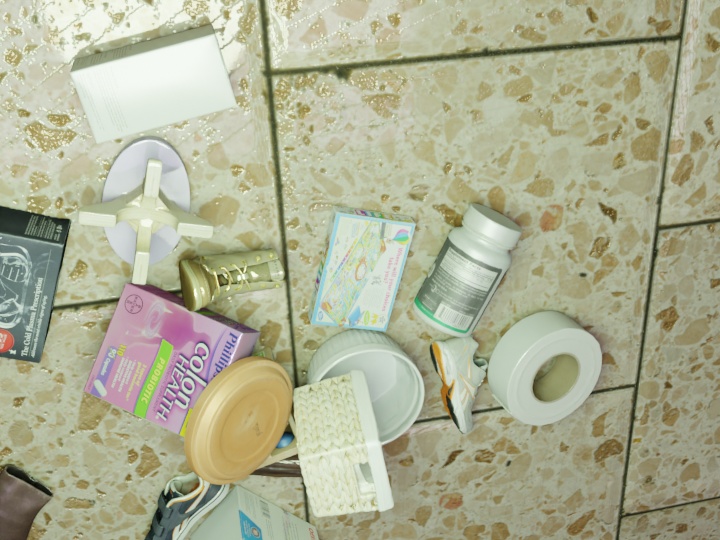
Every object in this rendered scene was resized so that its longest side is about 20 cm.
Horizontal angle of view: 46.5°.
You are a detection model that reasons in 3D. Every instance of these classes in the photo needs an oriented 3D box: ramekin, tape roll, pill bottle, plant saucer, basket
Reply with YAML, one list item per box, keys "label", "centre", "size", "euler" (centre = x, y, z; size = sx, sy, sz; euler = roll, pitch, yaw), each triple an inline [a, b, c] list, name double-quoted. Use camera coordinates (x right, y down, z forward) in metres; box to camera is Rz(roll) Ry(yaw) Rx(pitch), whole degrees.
- label: "ramekin"
  centre: [0.000, 0.194, 1.432]
  size: [0.200, 0.105, 0.200]
  euler: [-6, 116, -12]
- label: "tape roll"
  centre: [0.330, 0.177, 1.505]
  size: [0.202, 0.071, 0.203]
  euler: [-11, 120, -21]
- label: "pill bottle"
  centre: [0.177, 0.000, 1.378]
  size: [0.113, 0.113, 0.200]
  euler: [20, 109, -22]
- label: "plant saucer"
  centre: [-0.172, 0.225, 1.244]
  size: [0.200, 0.032, 0.200]
  euler: [-28, 130, -41]
- label: "basket"
  centre: [-0.030, 0.266, 1.292]
  size: [0.123, 0.200, 0.136]
  euler: [-12, 117, -1]

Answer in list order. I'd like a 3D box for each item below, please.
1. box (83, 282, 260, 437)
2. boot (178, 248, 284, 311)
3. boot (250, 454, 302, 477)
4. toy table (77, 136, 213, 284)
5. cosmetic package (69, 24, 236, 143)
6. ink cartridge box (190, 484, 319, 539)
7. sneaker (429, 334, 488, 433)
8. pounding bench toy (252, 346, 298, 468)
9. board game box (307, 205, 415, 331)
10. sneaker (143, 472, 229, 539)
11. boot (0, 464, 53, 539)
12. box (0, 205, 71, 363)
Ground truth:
- label: "box"
  centre: [-0.282, 0.137, 1.267]
  size: [0.200, 0.097, 0.176]
  euler: [23, 91, 9]
- label: "boot"
  centre: [-0.189, 0.010, 1.248]
  size: [0.155, 0.200, 0.073]
  euler: [-7, 96, -12]
- label: "boot"
  centre: [-0.092, 0.355, 1.509]
  size: [0.200, 0.064, 0.186]
  euler: [-5, 150, 7]
- label: "toy table"
  centre: [-0.309, -0.083, 1.218]
  size: [0.184, 0.117, 0.200]
  euler: [-5, 115, -12]
- label: "cosmetic package"
  centre: [-0.283, -0.258, 1.157]
  size: [0.200, 0.085, 0.108]
  euler: [-16, 118, -7]
- label: "ink cartridge box"
  centre: [-0.184, 0.522, 1.519]
  size: [0.200, 0.147, 0.145]
  euler: [36, 102, -25]
- label: "sneaker"
  centre: [0.191, 0.204, 1.504]
  size: [0.092, 0.076, 0.200]
  euler: [-20, 119, -9]
- label: "pounding bench toy"
  centre: [-0.210, 0.253, 1.397]
  size: [0.200, 0.124, 0.156]
  euler: [-20, 118, -4]
- label: "board game box"
  centre: [0.000, 0.000, 1.379]
  size: [0.134, 0.034, 0.200]
  euler: [8, 113, -17]
- label: "sneaker"
  centre: [-0.328, 0.421, 1.476]
  size: [0.200, 0.078, 0.079]
  euler: [-46, 122, -2]
- label: "boot"
  centre: [-0.579, 0.436, 1.422]
  size: [0.166, 0.072, 0.200]
  euler: [-40, 114, 9]
- label: "box"
  centre: [-0.535, 0.013, 1.214]
  size: [0.182, 0.104, 0.200]
  euler: [12, 111, -17]
